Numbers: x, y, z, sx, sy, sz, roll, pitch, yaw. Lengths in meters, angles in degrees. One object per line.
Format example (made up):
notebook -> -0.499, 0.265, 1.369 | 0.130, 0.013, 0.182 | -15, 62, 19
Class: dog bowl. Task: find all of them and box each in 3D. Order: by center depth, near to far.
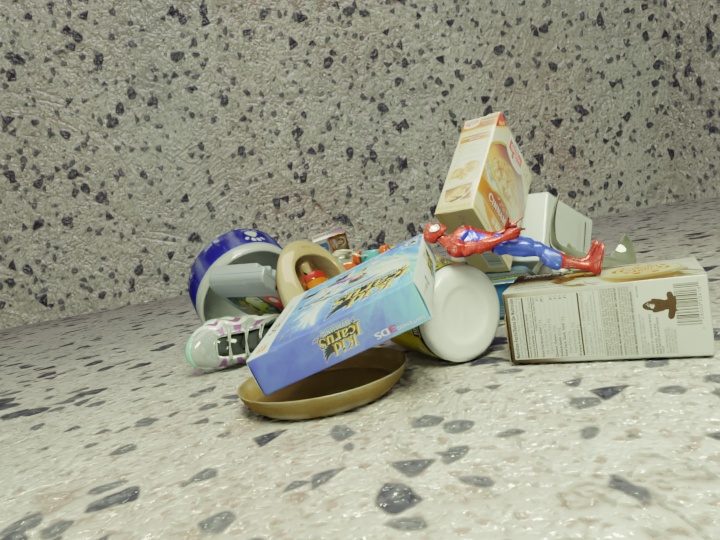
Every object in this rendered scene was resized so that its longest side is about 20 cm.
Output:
dog bowl -> -0.214, 0.030, 1.040 | 0.195, 0.206, 0.079 | -13, 37, -32

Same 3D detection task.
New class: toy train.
toy train -> 0.000, 0.000, 0.995 | 0.144, 0.058, 0.200 | -8, -5, -6

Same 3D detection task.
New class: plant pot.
plant pot -> -0.040, 0.127, 0.637 | 0.192, 0.029, 0.200 | -11, 5, 1

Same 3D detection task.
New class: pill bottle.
pill bottle -> 0.086, 0.050, 0.745 | 0.109, 0.117, 0.199 | -11, 4, -22

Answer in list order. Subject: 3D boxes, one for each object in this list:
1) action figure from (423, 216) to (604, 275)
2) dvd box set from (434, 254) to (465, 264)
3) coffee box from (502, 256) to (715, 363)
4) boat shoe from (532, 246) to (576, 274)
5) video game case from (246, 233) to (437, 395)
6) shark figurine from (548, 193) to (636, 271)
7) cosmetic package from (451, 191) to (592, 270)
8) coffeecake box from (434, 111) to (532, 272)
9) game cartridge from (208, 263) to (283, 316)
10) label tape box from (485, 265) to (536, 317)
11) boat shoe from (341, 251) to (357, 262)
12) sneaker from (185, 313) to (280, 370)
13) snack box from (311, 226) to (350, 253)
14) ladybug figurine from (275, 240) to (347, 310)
action figure -> 0.166, -0.031, 0.633 | 0.192, 0.054, 0.065 | 5, 14, 14
dvd box set -> 0.182, 0.007, 1.129 | 0.195, 0.031, 0.145 | 15, -8, -29
coffee box -> 0.266, 0.043, 0.617 | 0.194, 0.083, 0.113 | -7, 5, 29
boat shoe -> 0.312, 0.022, 0.886 | 0.069, 0.068, 0.200 | -6, -17, 9
video game case -> -0.011, 0.040, 0.626 | 0.195, 0.046, 0.182 | -27, 13, 16
shark figurine -> 0.319, -0.016, 0.734 | 0.209, 0.092, 0.128 | 28, -7, -1
cosmetic package -> 0.311, -0.058, 1.087 | 0.196, 0.128, 0.195 | 16, -11, -43
coffeecake box -> 0.209, -0.126, 0.931 | 0.071, 0.205, 0.154 | -5, -38, 39
game cartridge -> -0.158, 0.047, 0.949 | 0.129, 0.042, 0.200 | 1, -24, 30
label tape box -> 0.208, 0.041, 0.894 | 0.139, 0.066, 0.200 | -8, 4, 11
boat shoe -> -0.074, 0.037, 1.151 | 0.200, 0.074, 0.060 | -47, 12, -4
sneaker -> -0.157, 0.103, 0.859 | 0.196, 0.081, 0.138 | -14, 5, -40
snack box -> -0.044, 0.002, 1.192 | 0.069, 0.204, 0.025 | -17, 40, -1
ladybug figurine -> -0.064, 0.048, 0.849 | 0.132, 0.204, 0.073 | -1, -38, -36
